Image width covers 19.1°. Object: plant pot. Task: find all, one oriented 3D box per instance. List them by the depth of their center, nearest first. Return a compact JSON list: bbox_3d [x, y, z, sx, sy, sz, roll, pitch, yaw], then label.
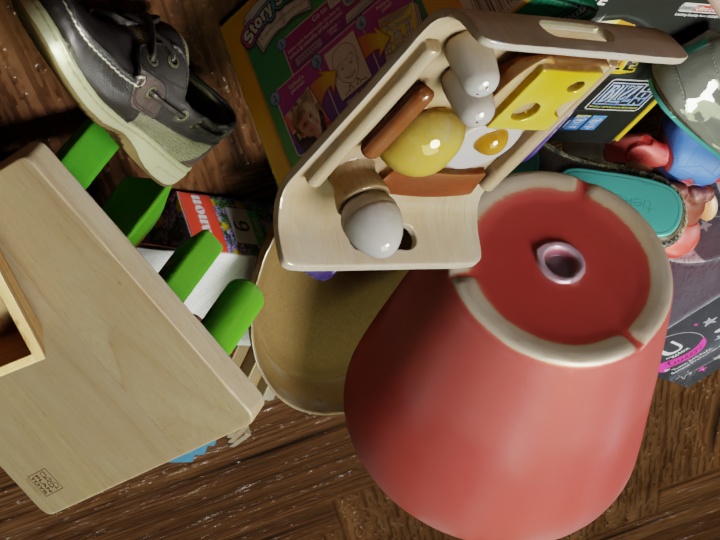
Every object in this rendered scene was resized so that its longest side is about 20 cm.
[{"bbox_3d":[0.103,0.045,1.333,0.200,0.201,0.178,-11,148,-20],"label":"plant pot"},{"bbox_3d":[0.000,0.000,1.415,0.200,0.027,0.201,-23,128,-33],"label":"plant pot"}]

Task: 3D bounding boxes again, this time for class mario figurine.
[{"bbox_3d":[0.219,-0.098,1.456,0.200,0.123,0.106,-57,176,40],"label":"mario figurine"}]

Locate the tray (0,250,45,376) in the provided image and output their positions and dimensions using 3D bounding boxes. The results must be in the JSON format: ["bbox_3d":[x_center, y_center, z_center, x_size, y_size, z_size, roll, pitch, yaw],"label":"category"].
[{"bbox_3d":[-0.256,-0.019,1.154,0.098,0.037,0.200,-22,124,1],"label":"tray"}]

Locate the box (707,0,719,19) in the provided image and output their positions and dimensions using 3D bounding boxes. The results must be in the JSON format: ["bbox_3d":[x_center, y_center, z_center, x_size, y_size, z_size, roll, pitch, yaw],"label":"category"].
[{"bbox_3d":[0.239,-0.181,1.112,0.128,0.109,0.200,-30,112,22],"label":"box"}]

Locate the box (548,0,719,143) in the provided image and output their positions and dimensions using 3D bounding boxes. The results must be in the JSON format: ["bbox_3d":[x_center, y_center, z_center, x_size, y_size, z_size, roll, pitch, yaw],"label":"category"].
[{"bbox_3d":[0.121,-0.142,1.301,0.199,0.050,0.160,-1,151,-37],"label":"box"}]

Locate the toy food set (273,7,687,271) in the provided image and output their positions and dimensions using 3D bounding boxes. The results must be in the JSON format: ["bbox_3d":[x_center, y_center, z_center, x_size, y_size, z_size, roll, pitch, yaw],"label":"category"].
[{"bbox_3d":[0.061,-0.062,1.112,0.143,0.061,0.200,-1,149,-38],"label":"toy food set"}]

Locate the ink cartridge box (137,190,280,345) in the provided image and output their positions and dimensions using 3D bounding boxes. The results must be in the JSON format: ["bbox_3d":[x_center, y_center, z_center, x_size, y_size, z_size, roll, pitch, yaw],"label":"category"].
[{"bbox_3d":[-0.118,-0.002,1.398,0.199,0.051,0.109,7,144,-44],"label":"ink cartridge box"}]

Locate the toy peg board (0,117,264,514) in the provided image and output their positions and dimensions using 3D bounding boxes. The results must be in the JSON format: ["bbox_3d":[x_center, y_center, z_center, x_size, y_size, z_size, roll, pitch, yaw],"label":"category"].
[{"bbox_3d":[-0.170,0.018,1.269,0.199,0.200,0.098,-27,-160,40],"label":"toy peg board"}]

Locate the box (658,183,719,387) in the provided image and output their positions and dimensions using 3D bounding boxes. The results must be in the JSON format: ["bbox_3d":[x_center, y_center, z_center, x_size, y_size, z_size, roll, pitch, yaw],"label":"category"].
[{"bbox_3d":[0.266,-0.026,1.549,0.200,0.133,0.115,-34,149,26],"label":"box"}]

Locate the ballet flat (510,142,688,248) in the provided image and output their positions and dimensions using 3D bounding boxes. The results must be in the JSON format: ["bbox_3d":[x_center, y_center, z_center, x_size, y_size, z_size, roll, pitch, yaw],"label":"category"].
[{"bbox_3d":[0.115,-0.053,1.402,0.199,0.068,0.075,17,167,-10],"label":"ballet flat"}]

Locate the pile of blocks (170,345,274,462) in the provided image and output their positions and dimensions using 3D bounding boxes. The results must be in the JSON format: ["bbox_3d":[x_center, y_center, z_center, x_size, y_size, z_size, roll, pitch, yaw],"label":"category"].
[{"bbox_3d":[-0.129,0.095,1.550,0.062,0.082,0.200,3,147,-42],"label":"pile of blocks"}]

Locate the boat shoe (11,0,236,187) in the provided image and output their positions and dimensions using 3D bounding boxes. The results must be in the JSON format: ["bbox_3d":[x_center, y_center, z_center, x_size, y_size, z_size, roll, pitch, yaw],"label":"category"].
[{"bbox_3d":[-0.125,-0.111,1.156,0.065,0.073,0.200,-34,158,3],"label":"boat shoe"}]

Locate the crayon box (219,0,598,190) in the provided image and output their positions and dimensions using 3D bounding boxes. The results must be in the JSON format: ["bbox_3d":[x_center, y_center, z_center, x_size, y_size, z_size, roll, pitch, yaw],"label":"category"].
[{"bbox_3d":[0.021,-0.134,1.150,0.058,0.119,0.200,7,144,-47],"label":"crayon box"}]

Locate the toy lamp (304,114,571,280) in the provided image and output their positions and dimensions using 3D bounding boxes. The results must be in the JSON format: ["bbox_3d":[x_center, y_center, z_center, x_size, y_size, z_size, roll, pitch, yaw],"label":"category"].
[{"bbox_3d":[0.042,-0.062,1.279,0.200,0.058,0.058,-33,153,28],"label":"toy lamp"}]

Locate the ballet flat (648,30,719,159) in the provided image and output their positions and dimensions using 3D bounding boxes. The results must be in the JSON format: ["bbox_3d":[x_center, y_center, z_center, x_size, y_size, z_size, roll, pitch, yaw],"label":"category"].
[{"bbox_3d":[0.253,-0.083,1.348,0.064,0.068,0.200,-34,137,17],"label":"ballet flat"}]
